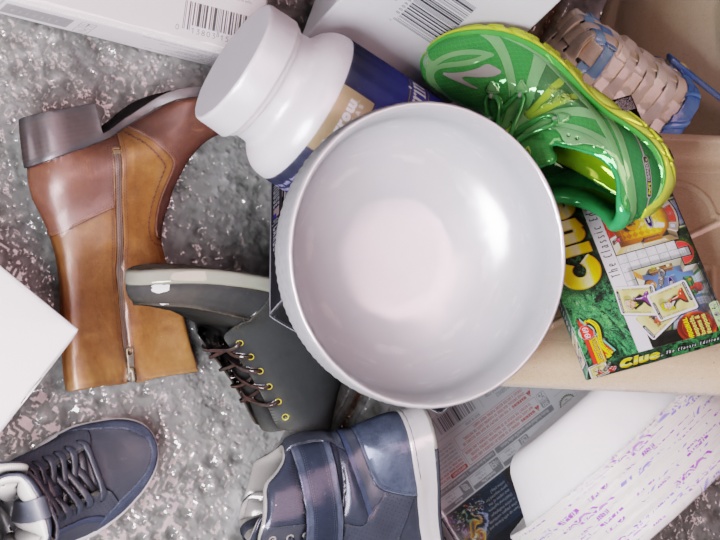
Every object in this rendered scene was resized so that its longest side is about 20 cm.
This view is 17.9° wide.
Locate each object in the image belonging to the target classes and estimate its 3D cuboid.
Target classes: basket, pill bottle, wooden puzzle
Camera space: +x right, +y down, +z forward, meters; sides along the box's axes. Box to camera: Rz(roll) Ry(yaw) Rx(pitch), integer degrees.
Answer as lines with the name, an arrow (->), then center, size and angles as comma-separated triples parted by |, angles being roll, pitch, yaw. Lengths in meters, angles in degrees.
basket -> 0.198, -0.090, 1.728 | 0.200, 0.139, 0.176 | 42, 99, -16
pill bottle -> -0.009, -0.095, 1.603 | 0.199, 0.116, 0.116 | 31, 70, -19
wooden puzzle -> 0.177, -0.003, 1.616 | 0.184, 0.046, 0.201 | 2, 61, 4

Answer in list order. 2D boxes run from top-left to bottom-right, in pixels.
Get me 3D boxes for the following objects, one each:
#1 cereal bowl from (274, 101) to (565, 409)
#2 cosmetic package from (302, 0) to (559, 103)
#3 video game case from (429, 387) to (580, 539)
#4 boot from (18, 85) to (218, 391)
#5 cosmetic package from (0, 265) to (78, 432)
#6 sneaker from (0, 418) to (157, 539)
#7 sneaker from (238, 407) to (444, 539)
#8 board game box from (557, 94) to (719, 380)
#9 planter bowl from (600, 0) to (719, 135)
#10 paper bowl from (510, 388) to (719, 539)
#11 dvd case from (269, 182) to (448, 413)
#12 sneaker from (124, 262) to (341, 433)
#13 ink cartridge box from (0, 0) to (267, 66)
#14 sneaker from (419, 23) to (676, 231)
cereal bowl -> 0.033, -0.011, 1.520 | 0.199, 0.083, 0.201 | 0, 91, -19
cosmetic package -> 0.074, -0.250, 1.650 | 0.123, 0.199, 0.201 | 31, 47, -18
video game case -> 0.133, 0.144, 1.742 | 0.200, 0.023, 0.182 | -35, 96, -27
boot -> -0.139, -0.025, 1.620 | 0.188, 0.068, 0.201 | -13, 92, -36
cosmetic package -> -0.299, 0.021, 1.511 | 0.200, 0.085, 0.108 | 42, 74, -9
sneaker -> -0.203, 0.150, 1.507 | 0.202, 0.146, 0.077 | -25, 90, -28
sneaker -> -0.011, 0.205, 1.632 | 0.145, 0.077, 0.204 | -12, 104, -15
board game box -> 0.173, -0.026, 1.590 | 0.104, 0.023, 0.201 | -17, 61, -4
planter bowl -> 0.308, -0.178, 1.816 | 0.199, 0.135, 0.202 | 5, 79, -25
paper bowl -> 0.188, 0.133, 1.645 | 0.200, 0.201, 0.104 | -39, 86, -25
dvd case -> 0.000, 0.000, 1.631 | 0.150, 0.025, 0.200 | 30, 31, -22
sneaker -> -0.082, 0.057, 1.603 | 0.199, 0.075, 0.107 | 12, 87, -36
ink cartridge box -> -0.159, -0.253, 1.659 | 0.199, 0.045, 0.177 | 13, 77, -23
sneaker -> 0.122, -0.100, 1.564 | 0.200, 0.074, 0.084 | 34, 49, 13
